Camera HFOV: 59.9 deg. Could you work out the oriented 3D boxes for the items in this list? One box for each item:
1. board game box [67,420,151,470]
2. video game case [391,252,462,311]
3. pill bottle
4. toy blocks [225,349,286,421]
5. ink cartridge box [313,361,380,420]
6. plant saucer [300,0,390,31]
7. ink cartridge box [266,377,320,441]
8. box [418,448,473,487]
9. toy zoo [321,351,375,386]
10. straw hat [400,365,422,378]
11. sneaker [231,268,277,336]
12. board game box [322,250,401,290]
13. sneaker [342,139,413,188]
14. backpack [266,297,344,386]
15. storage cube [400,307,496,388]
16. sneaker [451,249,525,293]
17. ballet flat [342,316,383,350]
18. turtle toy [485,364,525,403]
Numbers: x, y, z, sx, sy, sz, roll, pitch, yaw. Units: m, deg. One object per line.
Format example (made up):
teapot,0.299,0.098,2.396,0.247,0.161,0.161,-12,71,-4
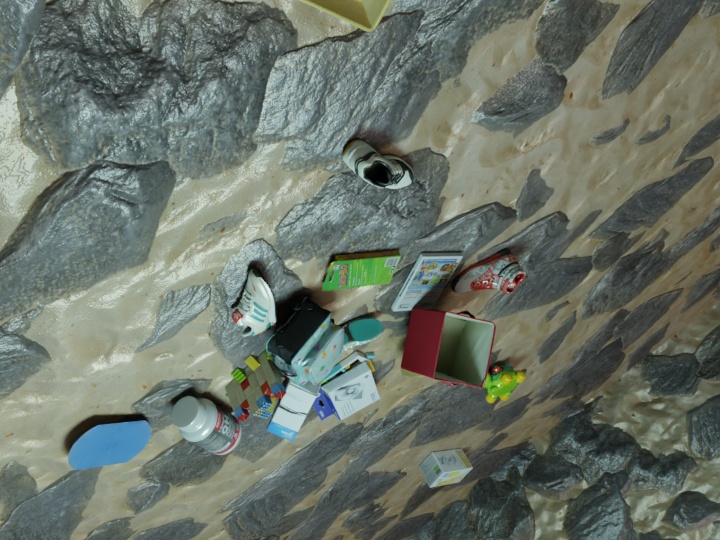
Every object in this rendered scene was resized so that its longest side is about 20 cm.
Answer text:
board game box,-0.620,0.416,1.542,0.199,0.039,0.159,6,124,-46
video game case,0.181,0.032,1.705,0.142,0.018,0.201,-2,133,-34
pill bottle,-0.400,0.397,1.615,0.110,0.111,0.200,-33,144,1
toy blocks,-0.261,0.313,1.600,0.200,0.137,0.100,-42,142,13
ink cartridge box,-0.046,0.377,1.873,0.198,0.041,0.200,-27,143,-7
plant saucer,-0.015,-0.493,0.948,0.198,0.049,0.201,7,127,-40
ink cartridge box,-0.167,0.332,1.672,0.083,0.145,0.201,24,125,-3
box,0.369,0.847,2.687,0.198,0.102,0.113,7,128,-40
toy zoo,-0.039,0.307,1.852,0.199,0.021,0.131,-35,144,3
straw hat,0.186,0.232,1.878,0.199,0.085,0.202,-19,141,-16
sneaker,-0.245,0.083,1.407,0.093,0.071,0.201,-24,146,-20
board game box,0.000,0.000,1.531,0.198,0.030,0.096,-8,136,-33
sneaker,0.048,-0.197,1.294,0.199,0.088,0.076,12,124,-45
backpack,-0.128,0.189,1.527,0.176,0.152,0.201,-54,169,-25
storage cube,0.236,0.204,1.695,0.169,0.179,0.203,14,84,-25
sneaker,0.365,0.029,1.760,0.200,0.108,0.067,-30,143,-3
ballet flat,-0.036,0.178,1.687,0.198,0.072,0.072,-17,141,-16
turtle toy,0.497,0.402,2.281,0.198,0.102,0.147,1,132,-36
